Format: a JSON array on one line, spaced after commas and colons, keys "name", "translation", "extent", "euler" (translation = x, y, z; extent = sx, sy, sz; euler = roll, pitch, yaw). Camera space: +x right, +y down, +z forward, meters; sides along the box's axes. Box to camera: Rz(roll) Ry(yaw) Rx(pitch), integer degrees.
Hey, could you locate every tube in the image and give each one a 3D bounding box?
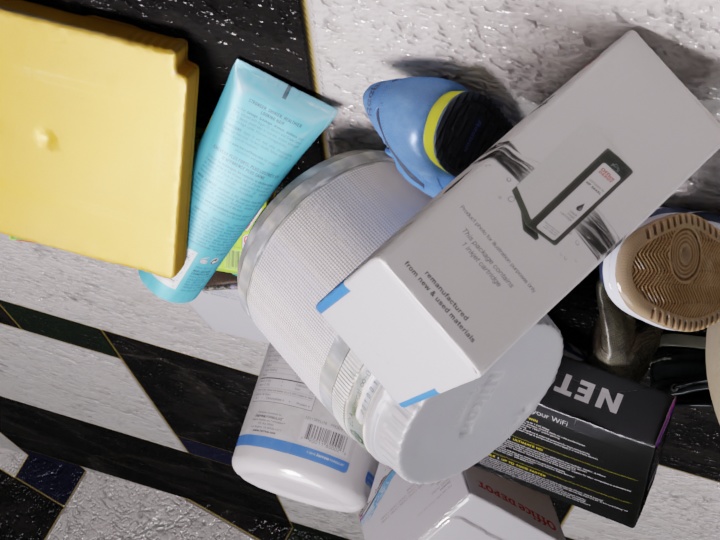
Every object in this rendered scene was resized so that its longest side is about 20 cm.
[{"name": "tube", "translation": [-0.096, -0.058, 1.079], "extent": [0.077, 0.051, 0.200], "euler": [22, 129, -19]}]

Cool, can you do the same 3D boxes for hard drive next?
[{"name": "hard drive", "translation": [-0.123, 0.029, 1.548], "extent": [0.131, 0.025, 0.200], "euler": [12, 162, 18]}]

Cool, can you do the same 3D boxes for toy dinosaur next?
[{"name": "toy dinosaur", "translation": [0.201, 0.056, 1.171], "extent": [0.077, 0.103, 0.200], "euler": [16, 164, 3]}]

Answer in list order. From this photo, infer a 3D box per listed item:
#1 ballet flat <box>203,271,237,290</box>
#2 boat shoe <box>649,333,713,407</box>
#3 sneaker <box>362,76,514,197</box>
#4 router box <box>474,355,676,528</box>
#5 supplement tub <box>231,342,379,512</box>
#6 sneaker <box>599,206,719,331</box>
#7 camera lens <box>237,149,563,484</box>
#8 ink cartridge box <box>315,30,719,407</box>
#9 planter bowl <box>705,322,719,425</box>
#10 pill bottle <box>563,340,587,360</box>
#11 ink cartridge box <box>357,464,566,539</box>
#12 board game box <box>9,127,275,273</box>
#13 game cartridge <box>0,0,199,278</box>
[{"name": "ballet flat", "translation": [-0.114, -0.011, 1.348], "extent": [0.199, 0.072, 0.072], "euler": [12, 162, 25]}, {"name": "boat shoe", "translation": [0.328, 0.101, 1.241], "extent": [0.198, 0.066, 0.075], "euler": [11, 162, 22]}, {"name": "sneaker", "translation": [0.070, -0.068, 0.995], "extent": [0.078, 0.066, 0.200], "euler": [21, 169, 38]}, {"name": "router box", "translation": [0.134, 0.116, 1.183], "extent": [0.199, 0.051, 0.149], "euler": [20, 151, 14]}, {"name": "supplement tub", "translation": [-0.029, 0.108, 1.397], "extent": [0.131, 0.201, 0.132], "euler": [16, 163, 5]}, {"name": "sneaker", "translation": [0.184, -0.005, 0.960], "extent": [0.108, 0.071, 0.199], "euler": [6, -172, 43]}, {"name": "camera lens", "translation": [0.022, 0.027, 1.058], "extent": [0.200, 0.160, 0.160], "euler": [47, 180, 31]}, {"name": "ink cartridge box", "translation": [0.086, -0.025, 0.850], "extent": [0.084, 0.200, 0.146], "euler": [48, 161, 0]}, {"name": "planter bowl", "translation": [0.330, 0.094, 1.060], "extent": [0.199, 0.135, 0.200], "euler": [13, 170, 3]}, {"name": "pill bottle", "translation": [0.109, 0.088, 1.342], "extent": [0.199, 0.116, 0.116], "euler": [28, 160, -28]}, {"name": "ink cartridge box", "translation": [0.093, 0.230, 1.576], "extent": [0.146, 0.200, 0.146], "euler": [32, 115, -31]}, {"name": "board game box", "translation": [-0.165, -0.060, 1.151], "extent": [0.199, 0.048, 0.102], "euler": [8, 133, 2]}, {"name": "game cartridge", "translation": [-0.211, -0.097, 1.058], "extent": [0.199, 0.032, 0.177], "euler": [15, 122, 9]}]
